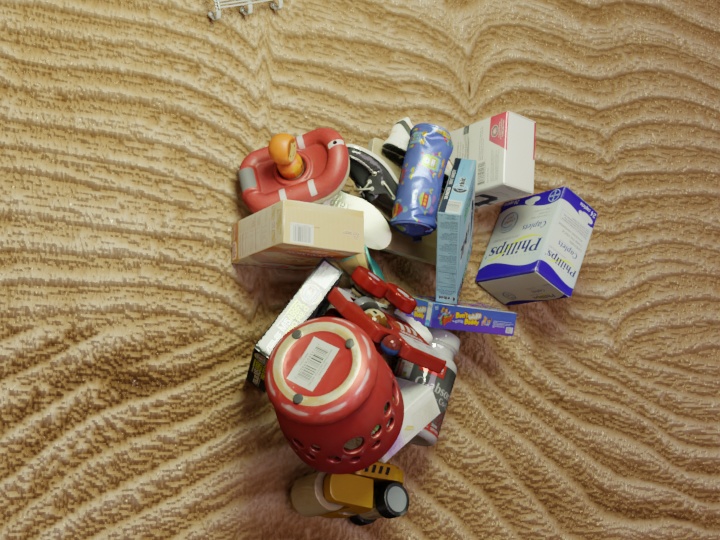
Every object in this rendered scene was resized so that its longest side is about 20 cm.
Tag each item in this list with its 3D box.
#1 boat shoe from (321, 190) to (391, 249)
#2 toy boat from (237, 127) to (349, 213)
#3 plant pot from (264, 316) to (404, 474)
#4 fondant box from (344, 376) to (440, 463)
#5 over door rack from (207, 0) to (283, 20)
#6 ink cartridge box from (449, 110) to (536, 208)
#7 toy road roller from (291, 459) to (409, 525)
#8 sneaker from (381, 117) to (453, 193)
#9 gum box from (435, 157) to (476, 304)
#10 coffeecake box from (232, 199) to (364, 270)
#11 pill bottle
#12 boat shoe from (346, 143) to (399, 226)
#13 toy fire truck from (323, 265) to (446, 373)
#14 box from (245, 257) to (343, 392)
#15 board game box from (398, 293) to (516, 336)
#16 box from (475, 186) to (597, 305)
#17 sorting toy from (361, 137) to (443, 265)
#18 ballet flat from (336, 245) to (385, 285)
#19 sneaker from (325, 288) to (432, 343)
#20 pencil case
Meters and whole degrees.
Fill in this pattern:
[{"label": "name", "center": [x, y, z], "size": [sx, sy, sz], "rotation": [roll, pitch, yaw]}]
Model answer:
[{"label": "boat shoe", "center": [-0.031, -0.101, 1.626], "size": [0.199, 0.063, 0.072], "rotation": [33, 77, 3]}, {"label": "toy boat", "center": [-0.118, -0.182, 1.539], "size": [0.197, 0.131, 0.132], "rotation": [-18, 61, 2]}, {"label": "plant pot", "center": [-0.042, 0.188, 1.403], "size": [0.202, 0.198, 0.183], "rotation": [-59, 154, -25]}, {"label": "fondant box", "center": [0.017, 0.242, 1.564], "size": [0.144, 0.199, 0.059], "rotation": [-35, 116, -31]}, {"label": "over door rack", "center": [-0.219, -0.554, 1.606], "size": [0.146, 0.066, 0.203], "rotation": [-20, 114, -33]}, {"label": "ink cartridge box", "center": [0.243, -0.209, 1.783], "size": [0.083, 0.199, 0.147], "rotation": [12, 76, -33]}, {"label": "toy road roller", "center": [-0.016, 0.355, 1.581], "size": [0.198, 0.122, 0.148], "rotation": [17, 60, -32]}, {"label": "sneaker", "center": [0.135, -0.213, 1.706], "size": [0.199, 0.073, 0.081], "rotation": [33, 64, -25]}, {"label": "gum box", "center": [0.173, -0.071, 1.644], "size": [0.171, 0.044, 0.202], "rotation": [-68, 162, -48]}, {"label": "coffeecake box", "center": [-0.108, -0.055, 1.531], "size": [0.152, 0.199, 0.074], "rotation": [6, 79, -31]}, {"label": "pill bottle", "center": [0.113, 0.211, 1.684], "size": [0.115, 0.115, 0.202], "rotation": [29, 68, -26]}, {"label": "boat shoe", "center": [0.029, -0.145, 1.630], "size": [0.200, 0.073, 0.061], "rotation": [43, 58, -29]}, {"label": "toy fire truck", "center": [0.042, 0.093, 1.513], "size": [0.199, 0.168, 0.113], "rotation": [28, 101, -44]}, {"label": "box", "center": [-0.112, 0.093, 1.529], "size": [0.044, 0.161, 0.201], "rotation": [35, 64, 4]}, {"label": "board game box", "center": [0.177, 0.083, 1.730], "size": [0.198, 0.134, 0.045], "rotation": [8, 94, -32]}, {"label": "box", "center": [0.353, -0.046, 1.838], "size": [0.104, 0.183, 0.202], "rotation": [34, 66, -25]}, {"label": "sorting toy", "center": [0.077, -0.123, 1.739], "size": [0.198, 0.069, 0.202], "rotation": [15, 75, -31]}, {"label": "ballet flat", "center": [0.000, 0.000, 1.641], "size": [0.062, 0.200, 0.069], "rotation": [-19, 67, 5]}, {"label": "sneaker", "center": [0.033, 0.103, 1.649], "size": [0.198, 0.076, 0.081], "rotation": [21, 76, 5]}, {"label": "pencil case", "center": [0.110, -0.156, 1.602], "size": [0.086, 0.078, 0.203], "rotation": [14, 75, -5]}]
